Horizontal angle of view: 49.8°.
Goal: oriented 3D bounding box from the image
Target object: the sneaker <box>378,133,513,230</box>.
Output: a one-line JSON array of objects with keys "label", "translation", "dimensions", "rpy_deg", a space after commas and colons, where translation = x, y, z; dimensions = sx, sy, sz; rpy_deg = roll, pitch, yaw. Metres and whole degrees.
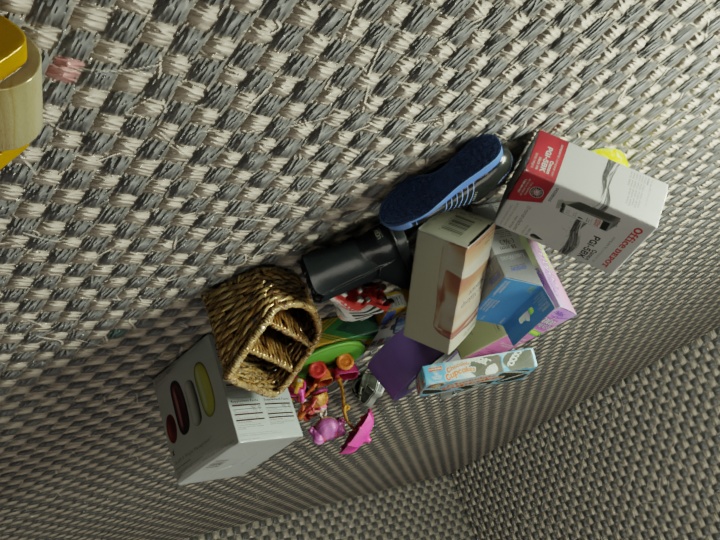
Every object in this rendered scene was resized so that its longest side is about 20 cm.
[{"label": "sneaker", "translation": [0.123, -0.109, 1.081], "dimensions": [0.200, 0.070, 0.078], "rpy_deg": [-30, 149, 18]}]

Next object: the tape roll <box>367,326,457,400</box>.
[{"label": "tape roll", "translation": [0.116, 0.156, 1.498], "dimensions": [0.200, 0.085, 0.200], "rpy_deg": [-38, 165, -12]}]

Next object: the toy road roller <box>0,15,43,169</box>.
[{"label": "toy road roller", "translation": [-0.362, -0.131, 0.599], "dimensions": [0.200, 0.146, 0.123], "rpy_deg": [-52, 177, -36]}]

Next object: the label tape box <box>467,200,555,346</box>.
[{"label": "label tape box", "translation": [0.213, 0.011, 1.252], "dimensions": [0.063, 0.200, 0.144], "rpy_deg": [-11, 154, -25]}]

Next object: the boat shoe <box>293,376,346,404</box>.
[{"label": "boat shoe", "translation": [-0.103, 0.234, 1.629], "dimensions": [0.201, 0.072, 0.061], "rpy_deg": [-32, 159, 29]}]

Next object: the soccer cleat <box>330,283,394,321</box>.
[{"label": "soccer cleat", "translation": [-0.019, 0.053, 1.318], "dimensions": [0.085, 0.069, 0.200], "rpy_deg": [-36, 158, 21]}]

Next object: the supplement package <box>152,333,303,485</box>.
[{"label": "supplement package", "translation": [-0.239, 0.243, 1.372], "dimensions": [0.147, 0.200, 0.191], "rpy_deg": [7, 143, -47]}]

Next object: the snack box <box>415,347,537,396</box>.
[{"label": "snack box", "translation": [0.202, 0.183, 1.379], "dimensions": [0.199, 0.037, 0.116], "rpy_deg": [-9, 161, -5]}]

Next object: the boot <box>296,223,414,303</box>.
[{"label": "boot", "translation": [0.000, 0.000, 1.204], "dimensions": [0.168, 0.077, 0.200], "rpy_deg": [-23, 154, 3]}]

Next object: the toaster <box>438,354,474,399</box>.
[{"label": "toaster", "translation": [0.236, 0.202, 1.792], "dimensions": [0.200, 0.119, 0.181], "rpy_deg": [-19, 156, -4]}]

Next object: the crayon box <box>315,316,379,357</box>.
[{"label": "crayon box", "translation": [-0.076, 0.142, 1.479], "dimensions": [0.200, 0.052, 0.126], "rpy_deg": [-11, 155, -21]}]

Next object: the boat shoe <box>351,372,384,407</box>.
[{"label": "boat shoe", "translation": [0.013, 0.274, 1.837], "dimensions": [0.064, 0.071, 0.200], "rpy_deg": [16, 159, -3]}]

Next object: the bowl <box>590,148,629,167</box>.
[{"label": "bowl", "translation": [0.362, -0.097, 1.264], "dimensions": [0.200, 0.108, 0.200], "rpy_deg": [-18, 156, -8]}]

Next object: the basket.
[{"label": "basket", "translation": [-0.133, 0.099, 1.215], "dimensions": [0.142, 0.149, 0.200], "rpy_deg": [-25, 156, 8]}]

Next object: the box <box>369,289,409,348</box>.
[{"label": "box", "translation": [0.073, 0.097, 1.524], "dimensions": [0.119, 0.042, 0.200], "rpy_deg": [-13, 153, -21]}]

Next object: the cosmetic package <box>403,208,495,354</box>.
[{"label": "cosmetic package", "translation": [0.135, 0.015, 1.195], "dimensions": [0.103, 0.087, 0.200], "rpy_deg": [-41, 145, -45]}]

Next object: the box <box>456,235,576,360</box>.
[{"label": "box", "translation": [0.247, 0.042, 1.379], "dimensions": [0.200, 0.176, 0.097], "rpy_deg": [-32, 154, 23]}]

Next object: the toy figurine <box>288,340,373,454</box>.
[{"label": "toy figurine", "translation": [-0.056, 0.251, 1.435], "dimensions": [0.200, 0.184, 0.150], "rpy_deg": [-13, 156, -18]}]

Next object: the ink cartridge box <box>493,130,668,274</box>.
[{"label": "ink cartridge box", "translation": [0.314, -0.094, 1.121], "dimensions": [0.200, 0.083, 0.147], "rpy_deg": [24, 151, 3]}]
